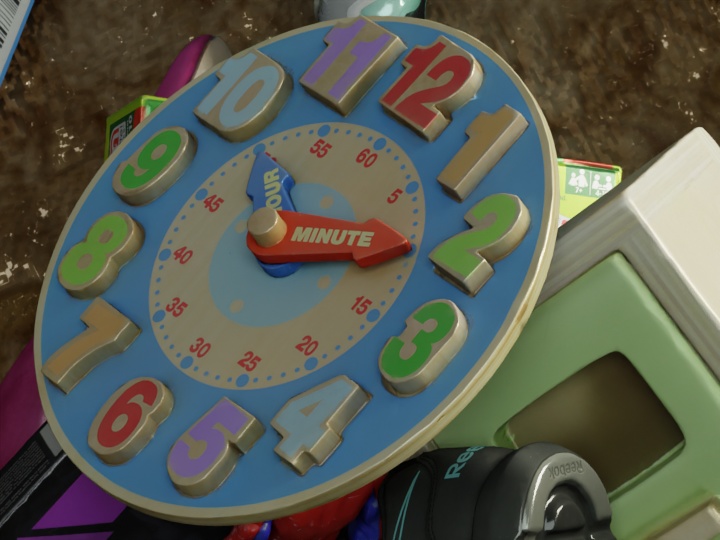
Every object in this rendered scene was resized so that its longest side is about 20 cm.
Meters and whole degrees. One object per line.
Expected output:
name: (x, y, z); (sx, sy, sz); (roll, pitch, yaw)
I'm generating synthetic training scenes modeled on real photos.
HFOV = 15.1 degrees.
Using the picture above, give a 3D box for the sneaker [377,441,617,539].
sneaker: (0.040, 0.155, 0.907); (0.079, 0.075, 0.201); (3, 90, 38)

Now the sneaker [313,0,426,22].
sneaker: (-0.037, -0.160, 1.100); (0.139, 0.078, 0.201); (6, 73, 5)

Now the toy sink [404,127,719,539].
toy sink: (0.116, 0.075, 0.950); (0.130, 0.112, 0.200); (-36, 91, 27)

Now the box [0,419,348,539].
box: (-0.060, 0.135, 1.003); (0.143, 0.036, 0.200); (-48, 119, 0)

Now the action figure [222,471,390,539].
action figure: (-0.024, 0.119, 0.963); (0.065, 0.052, 0.201); (-6, 117, -23)

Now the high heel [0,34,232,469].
high heel: (-0.105, -0.002, 1.081); (0.096, 0.067, 0.201); (0, 64, 29)

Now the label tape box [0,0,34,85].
label tape box: (-0.219, -0.164, 1.101); (0.199, 0.066, 0.144); (17, 81, 19)

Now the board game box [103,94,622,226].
board game box: (0.000, 0.000, 1.042); (0.199, 0.048, 0.102); (7, 79, -22)

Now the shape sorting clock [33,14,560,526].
shape sorting clock: (-0.026, -0.006, 0.917); (0.199, 0.039, 0.200); (-16, 48, 18)
